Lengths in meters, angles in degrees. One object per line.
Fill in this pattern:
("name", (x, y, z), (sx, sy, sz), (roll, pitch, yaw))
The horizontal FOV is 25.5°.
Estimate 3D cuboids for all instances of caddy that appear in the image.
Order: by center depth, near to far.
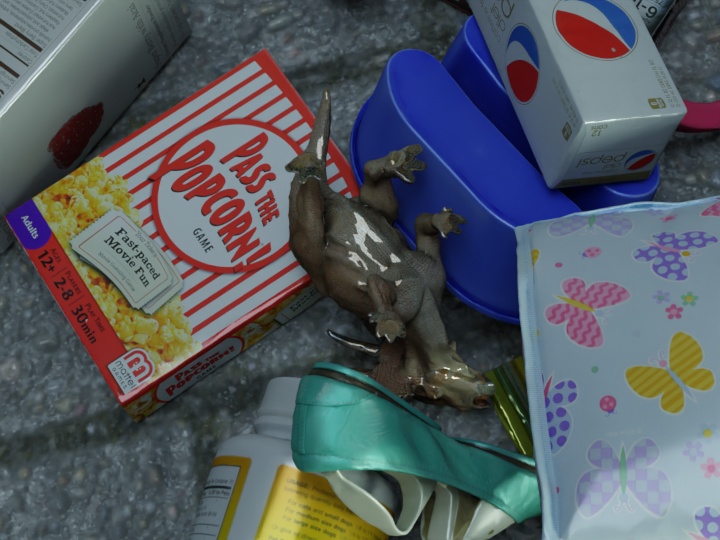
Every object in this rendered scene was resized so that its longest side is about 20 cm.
("caddy", (0.085, -0.058, 0.967), (0.141, 0.105, 0.200), (-29, 67, -30))

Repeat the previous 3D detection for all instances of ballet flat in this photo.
("ballet flat", (0.037, 0.114, 0.866), (0.067, 0.200, 0.071), (3, 70, 52))

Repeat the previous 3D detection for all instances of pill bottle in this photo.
("pill bottle", (-0.045, 0.166, 0.894), (0.109, 0.109, 0.201), (14, 72, 11))

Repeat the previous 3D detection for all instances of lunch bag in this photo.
("lunch bag", (0.169, 0.057, 0.817), (0.169, 0.127, 0.201), (-8, 64, 7))

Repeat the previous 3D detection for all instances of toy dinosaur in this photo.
("toy dinosaur", (0.000, 0.000, 0.927), (0.086, 0.136, 0.200), (-26, 73, -24))

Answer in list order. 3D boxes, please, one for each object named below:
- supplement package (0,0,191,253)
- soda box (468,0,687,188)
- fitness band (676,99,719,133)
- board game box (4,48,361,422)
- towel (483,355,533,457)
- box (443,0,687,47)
("supplement package", (-0.223, -0.136, 1.017), (0.120, 0.121, 0.200), (35, 78, 16))
("soda box", (0.114, -0.146, 0.929), (0.068, 0.064, 0.201), (-7, 58, -19))
("fitness band", (0.217, -0.181, 0.998), (0.143, 0.037, 0.201), (30, 78, -11))
("board game box", (-0.099, -0.024, 1.003), (0.200, 0.046, 0.152), (-34, 70, -7))
("towel", (0.178, 0.055, 0.959), (0.199, 0.018, 0.086), (-27, 70, -4))
("box", (0.125, -0.220, 1.053), (0.200, 0.040, 0.137), (30, 77, 15))
